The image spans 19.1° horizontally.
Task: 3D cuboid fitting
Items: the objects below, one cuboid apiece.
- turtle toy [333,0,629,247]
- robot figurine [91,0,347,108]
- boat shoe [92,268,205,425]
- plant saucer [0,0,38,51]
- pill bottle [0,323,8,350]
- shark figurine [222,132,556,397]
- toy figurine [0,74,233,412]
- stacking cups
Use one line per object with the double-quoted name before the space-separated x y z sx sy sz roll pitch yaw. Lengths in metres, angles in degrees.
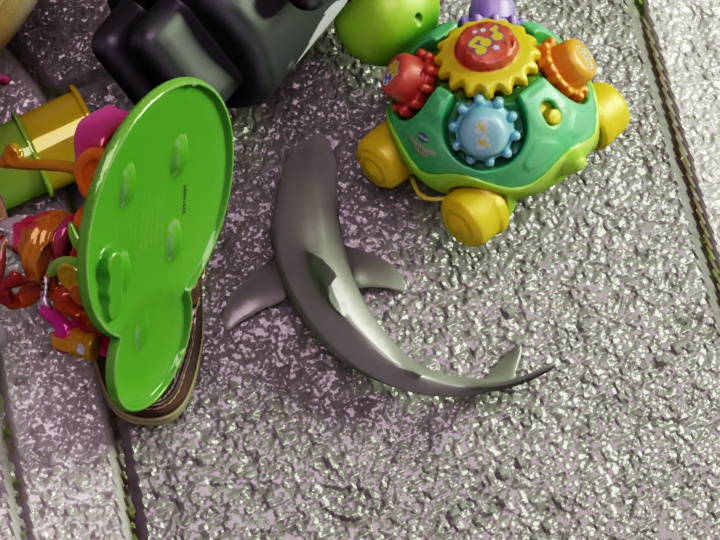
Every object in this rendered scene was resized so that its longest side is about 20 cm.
"turtle toy" 0.063 -0.116 1.313 0.146 0.101 0.200 -39 56 -24
"robot figurine" -0.071 -0.177 1.278 0.150 0.125 0.200 28 63 17
"boat shoe" -0.126 -0.009 1.286 0.072 0.072 0.201 6 71 -4
"plant saucer" -0.236 -0.186 1.297 0.035 0.200 0.201 29 66 -36
"pill bottle" -0.297 0.088 1.216 0.113 0.113 0.200 37 72 7
"shark figurine" 0.003 0.021 1.283 0.128 0.090 0.214 -42 78 -15
"toy figurine" -0.189 -0.036 1.220 0.184 0.200 0.150 18 30 23
"stacking cups" -0.250 -0.043 1.294 0.200 0.061 0.061 -28 76 -11
